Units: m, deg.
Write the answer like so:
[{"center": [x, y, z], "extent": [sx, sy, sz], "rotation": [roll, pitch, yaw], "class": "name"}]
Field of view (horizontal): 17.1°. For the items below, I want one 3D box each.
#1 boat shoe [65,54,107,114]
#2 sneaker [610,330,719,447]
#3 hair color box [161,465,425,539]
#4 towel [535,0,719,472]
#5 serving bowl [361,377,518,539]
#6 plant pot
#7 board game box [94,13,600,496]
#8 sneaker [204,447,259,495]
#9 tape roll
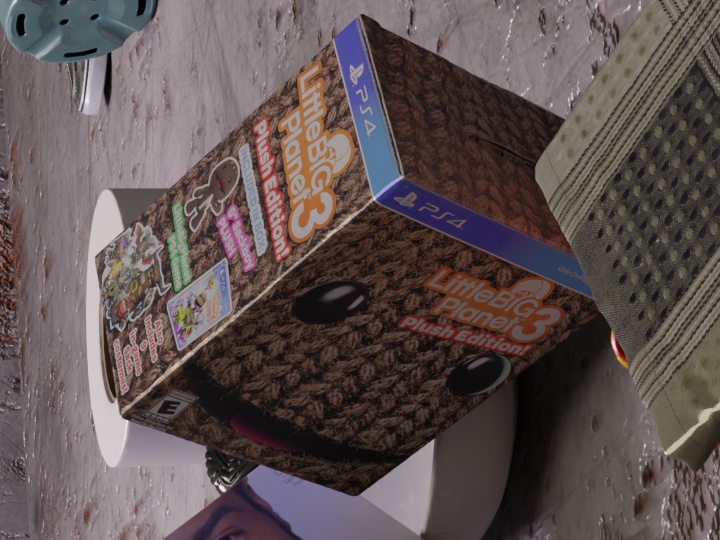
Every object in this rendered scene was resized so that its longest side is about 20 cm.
[{"center": [-0.310, -0.262, 2.555], "extent": [0.072, 0.070, 0.202], "rotation": [134, 132, -68], "class": "boat shoe"}, {"center": [0.130, 0.007, 0.962], "extent": [0.200, 0.077, 0.074], "rotation": [-124, 34, -66], "class": "sneaker"}, {"center": [-0.003, 0.184, 1.208], "extent": [0.199, 0.111, 0.064], "rotation": [30, 140, 32], "class": "hair color box"}, {"center": [0.147, -0.054, 0.877], "extent": [0.201, 0.034, 0.193], "rotation": [-55, 32, 26], "class": "towel"}, {"center": [0.042, 0.068, 1.303], "extent": [0.200, 0.065, 0.202], "rotation": [180, 90, -74], "class": "serving bowl"}, {"center": [-0.289, -0.319, 2.286], "extent": [0.201, 0.199, 0.197], "rotation": [111, 146, -53], "class": "plant pot"}, {"center": [0.000, 0.000, 1.130], "extent": [0.200, 0.159, 0.097], "rotation": [-40, 47, 31], "class": "board game box"}, {"center": [-0.027, 0.083, 1.427], "extent": [0.077, 0.075, 0.200], "rotation": [59, -146, -16], "class": "sneaker"}, {"center": [-0.117, 0.040, 1.744], "extent": [0.203, 0.138, 0.204], "rotation": [179, 90, -75], "class": "tape roll"}]
